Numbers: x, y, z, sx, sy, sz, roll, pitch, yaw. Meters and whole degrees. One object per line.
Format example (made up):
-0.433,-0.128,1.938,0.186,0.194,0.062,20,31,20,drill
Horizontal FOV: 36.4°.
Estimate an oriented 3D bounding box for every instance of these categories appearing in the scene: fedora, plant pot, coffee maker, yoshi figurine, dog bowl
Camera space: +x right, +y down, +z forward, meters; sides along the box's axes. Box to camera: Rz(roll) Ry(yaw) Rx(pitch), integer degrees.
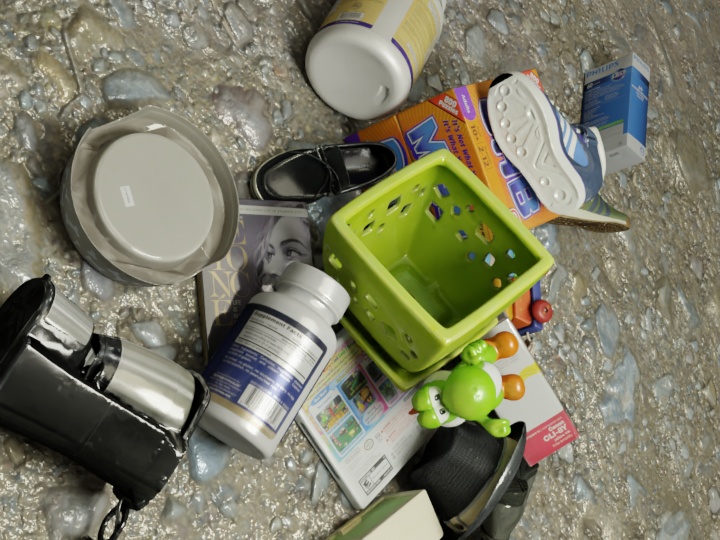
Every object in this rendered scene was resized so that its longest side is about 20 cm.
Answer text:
0.122,0.245,1.363,0.092,0.201,0.201,34,50,-2,fedora
0.072,0.010,1.290,0.200,0.182,0.199,-33,73,-31,plant pot
-0.267,0.133,1.019,0.200,0.135,0.192,36,54,-31,coffee maker
0.141,0.136,1.286,0.112,0.112,0.200,38,30,20,yoshi figurine
-0.229,-0.073,1.172,0.200,0.059,0.200,15,66,-36,dog bowl

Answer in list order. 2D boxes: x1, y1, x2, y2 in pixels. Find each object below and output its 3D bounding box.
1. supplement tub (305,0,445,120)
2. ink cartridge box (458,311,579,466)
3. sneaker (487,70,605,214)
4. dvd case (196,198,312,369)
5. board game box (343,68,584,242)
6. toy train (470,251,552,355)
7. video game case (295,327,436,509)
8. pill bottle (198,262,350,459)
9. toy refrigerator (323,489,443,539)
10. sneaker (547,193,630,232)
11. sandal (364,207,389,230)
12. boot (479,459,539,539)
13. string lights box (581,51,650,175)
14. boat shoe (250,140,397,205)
0.026,-0.314,1.459,0.145,0.145,0.200,47,48,-24,supplement tub
0.199,0.140,1.479,0.200,0.083,0.145,57,5,-15,ink cartridge box
0.244,-0.176,1.401,0.200,0.081,0.146,59,36,-8,sneaker
-0.119,0.014,1.274,0.149,0.016,0.200,2,75,-32,dvd case
0.140,-0.132,1.475,0.200,0.200,0.200,-22,92,-47,board game box
0.207,0.063,1.571,0.116,0.085,0.200,12,68,-32,toy train
0.013,0.159,1.354,0.200,0.024,0.182,-42,107,-33,video game case
-0.095,0.094,1.191,0.111,0.111,0.200,43,66,-27,pill bottle
0.002,0.327,1.272,0.200,0.076,0.070,-28,97,-46,toy refrigerator
0.375,-0.117,1.804,0.200,0.067,0.090,6,78,-41,sneaker
-0.001,0.001,1.406,0.075,0.048,0.201,10,83,-42,sandal
0.186,0.324,1.468,0.200,0.068,0.131,-25,129,-74,boot
0.439,-0.270,1.896,0.059,0.103,0.200,32,56,-34,string lights box
-0.042,-0.124,1.362,0.200,0.062,0.075,-12,85,-27,boat shoe
